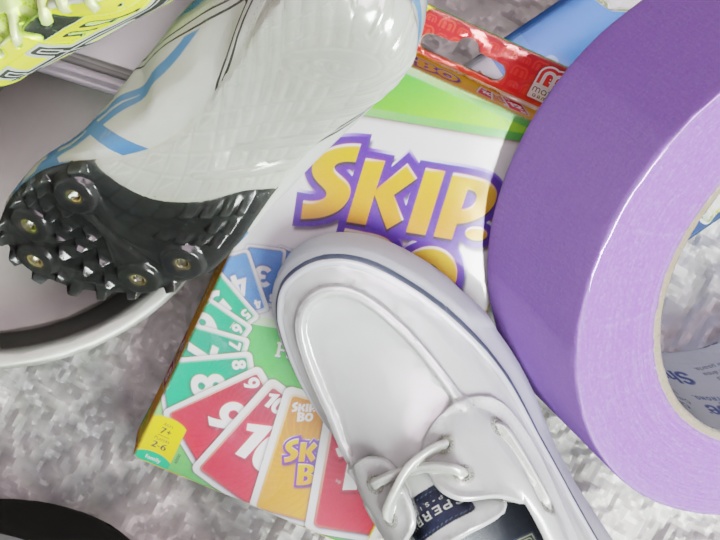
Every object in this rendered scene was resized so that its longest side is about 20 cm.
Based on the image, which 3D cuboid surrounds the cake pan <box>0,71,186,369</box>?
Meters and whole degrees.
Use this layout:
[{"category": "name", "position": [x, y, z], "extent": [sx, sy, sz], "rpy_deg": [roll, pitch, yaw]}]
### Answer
[{"category": "cake pan", "position": [-0.139, -0.063, 1.030], "extent": [0.200, 0.037, 0.201], "rpy_deg": [1, 86, -9]}]

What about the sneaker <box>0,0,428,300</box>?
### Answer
[{"category": "sneaker", "position": [-0.050, -0.056, 0.959], "extent": [0.072, 0.073, 0.200], "rpy_deg": [40, 125, -21]}]

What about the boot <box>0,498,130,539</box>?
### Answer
[{"category": "boot", "position": [-0.103, 0.186, 1.001], "extent": [0.200, 0.069, 0.174], "rpy_deg": [20, 98, 12]}]

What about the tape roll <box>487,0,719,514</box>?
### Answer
[{"category": "tape roll", "position": [0.147, -0.012, 0.999], "extent": [0.200, 0.066, 0.200], "rpy_deg": [-16, 126, -24]}]

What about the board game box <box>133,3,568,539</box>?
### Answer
[{"category": "board game box", "position": [0.000, 0.000, 1.008], "extent": [0.095, 0.030, 0.200], "rpy_deg": [23, 107, -9]}]

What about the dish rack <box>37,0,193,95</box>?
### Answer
[{"category": "dish rack", "position": [-0.064, -0.158, 0.988], "extent": [0.171, 0.044, 0.200], "rpy_deg": [17, 97, -8]}]

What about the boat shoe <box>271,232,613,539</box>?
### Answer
[{"category": "boat shoe", "position": [0.036, 0.075, 0.978], "extent": [0.074, 0.065, 0.200], "rpy_deg": [-36, 99, 22]}]

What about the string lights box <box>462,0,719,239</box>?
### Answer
[{"category": "string lights box", "position": [0.125, -0.075, 1.059], "extent": [0.200, 0.059, 0.103], "rpy_deg": [-35, 94, -9]}]

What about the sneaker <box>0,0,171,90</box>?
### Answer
[{"category": "sneaker", "position": [-0.114, -0.105, 0.932], "extent": [0.200, 0.076, 0.075], "rpy_deg": [-32, 101, 2]}]
